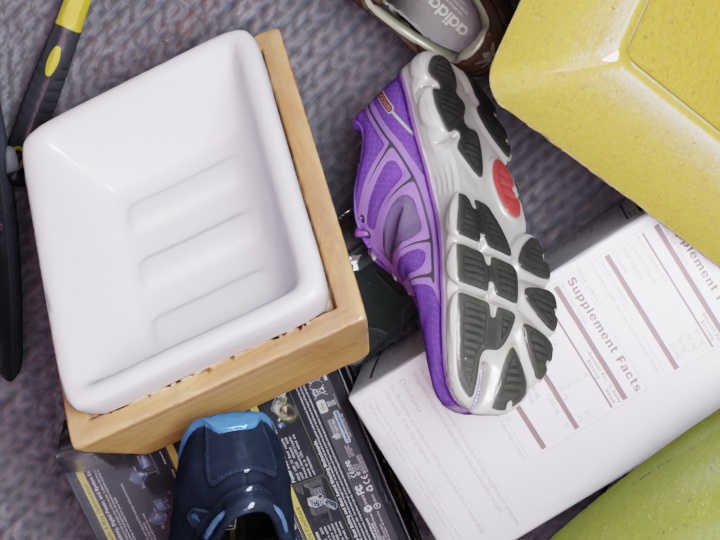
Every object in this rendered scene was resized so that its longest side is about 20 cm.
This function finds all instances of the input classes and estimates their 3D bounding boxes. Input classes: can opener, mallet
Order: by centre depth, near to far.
[{"bbox_3d":[-0.148,-0.136,1.078,0.066,0.041,0.201,16,104,0],"label":"mallet"},{"bbox_3d":[-0.213,-0.031,1.083,0.063,0.079,0.201,-8,107,1],"label":"can opener"}]

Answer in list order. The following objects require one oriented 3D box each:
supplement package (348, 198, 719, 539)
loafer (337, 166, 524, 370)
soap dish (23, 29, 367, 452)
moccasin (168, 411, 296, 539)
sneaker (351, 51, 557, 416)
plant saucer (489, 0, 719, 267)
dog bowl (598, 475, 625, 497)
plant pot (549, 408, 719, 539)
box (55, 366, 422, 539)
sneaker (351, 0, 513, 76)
[{"bbox_3d":[0.109,0.051,1.039,0.200,0.114,0.110,-32,94,8],"label":"supplement package"},{"bbox_3d":[0.000,0.000,1.077,0.200,0.063,0.072,-32,117,12],"label":"loafer"},{"bbox_3d":[-0.084,-0.013,1.011,0.157,0.081,0.200,-25,51,10],"label":"soap dish"},{"bbox_3d":[-0.066,0.156,0.988,0.080,0.068,0.200,-12,137,-5],"label":"moccasin"},{"bbox_3d":[0.039,-0.011,0.982,0.083,0.201,0.081,-33,139,31],"label":"sneaker"},{"bbox_3d":[0.179,-0.121,0.939,0.200,0.048,0.201,33,74,-28],"label":"plant saucer"},{"bbox_3d":[0.220,0.175,1.069,0.199,0.074,0.201,1,98,5],"label":"dog bowl"},{"bbox_3d":[0.195,0.142,0.953,0.199,0.187,0.188,-22,96,22],"label":"plant pot"},{"bbox_3d":[-0.053,0.148,1.079,0.161,0.049,0.201,-21,111,6],"label":"box"},{"bbox_3d":[0.003,-0.178,1.034,0.200,0.076,0.071,38,100,-2],"label":"sneaker"}]
